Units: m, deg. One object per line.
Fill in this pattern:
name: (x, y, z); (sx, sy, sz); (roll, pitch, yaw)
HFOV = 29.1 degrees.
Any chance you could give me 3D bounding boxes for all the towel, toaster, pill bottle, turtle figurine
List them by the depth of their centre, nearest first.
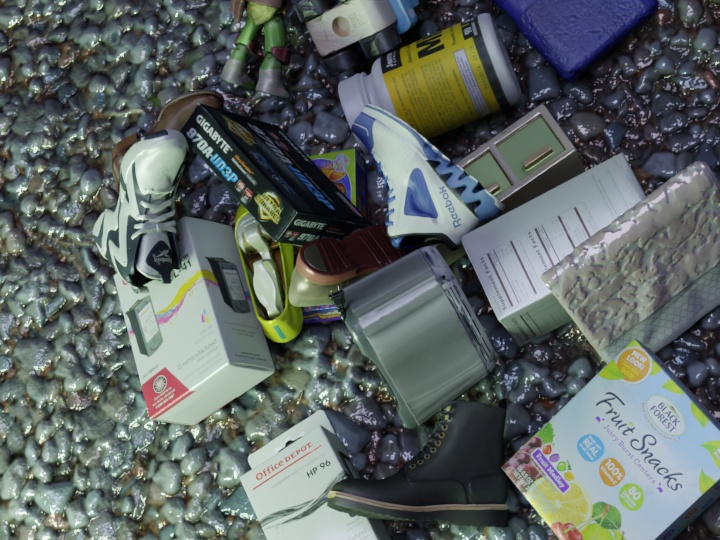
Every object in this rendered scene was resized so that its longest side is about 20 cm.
towel: (0.307, 0.004, 1.444); (0.199, 0.191, 0.032); (-37, 41, 5)
toaster: (0.060, 0.064, 1.520); (0.128, 0.201, 0.114); (-30, 26, 0)
pill bottle: (0.082, -0.217, 1.649); (0.198, 0.114, 0.115); (-21, 65, 12)
towel: (0.241, -0.335, 1.655); (0.147, 0.050, 0.200); (-39, 71, 1)
turtle figurine: (-0.098, -0.324, 1.779); (0.143, 0.200, 0.196); (16, 98, 0)

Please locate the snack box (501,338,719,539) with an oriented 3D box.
snack box: (0.275, 0.201, 1.437); (0.200, 0.068, 0.169); (-46, 62, 9)

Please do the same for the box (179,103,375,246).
box: (-0.096, -0.103, 1.596); (0.200, 0.158, 0.046); (47, 110, 28)

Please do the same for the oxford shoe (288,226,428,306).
oxford shoe: (0.000, 0.000, 1.586); (0.071, 0.199, 0.075); (58, 136, 33)

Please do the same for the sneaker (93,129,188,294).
sneaker: (-0.233, -0.054, 1.584); (0.199, 0.079, 0.130); (-50, 57, 31)

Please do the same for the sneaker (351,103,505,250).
sneaker: (0.052, -0.090, 1.551); (0.199, 0.081, 0.115); (40, 92, 18)

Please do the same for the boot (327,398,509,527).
boot: (0.065, 0.199, 1.482); (0.198, 0.077, 0.140); (8, 80, -20)

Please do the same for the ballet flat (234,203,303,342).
ballet flat: (-0.111, -0.013, 1.622); (0.066, 0.067, 0.202); (-21, 65, 13)

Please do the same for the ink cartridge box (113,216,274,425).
ink cartridge box: (-0.201, 0.061, 1.648); (0.147, 0.085, 0.201); (-36, 62, 30)

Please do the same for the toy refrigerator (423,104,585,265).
toy refrigerator: (0.153, -0.098, 1.604); (0.199, 0.070, 0.076); (-34, 63, 6)

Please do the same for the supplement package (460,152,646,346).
supplement package: (0.229, -0.020, 1.521); (0.199, 0.114, 0.110); (-27, 65, 8)

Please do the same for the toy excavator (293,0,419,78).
toy excavator: (0.043, -0.338, 1.702); (0.193, 0.200, 0.101); (-19, 106, 35)

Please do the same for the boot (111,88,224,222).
boot: (-0.234, -0.111, 1.735); (0.186, 0.064, 0.201); (-33, 47, 22)

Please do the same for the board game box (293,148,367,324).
board game box: (-0.060, -0.038, 1.675); (0.133, 0.045, 0.202); (-8, 68, 18)

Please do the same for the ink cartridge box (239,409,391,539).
ink cartridge box: (-0.056, 0.258, 1.553); (0.115, 0.068, 0.201); (-33, 63, 6)
